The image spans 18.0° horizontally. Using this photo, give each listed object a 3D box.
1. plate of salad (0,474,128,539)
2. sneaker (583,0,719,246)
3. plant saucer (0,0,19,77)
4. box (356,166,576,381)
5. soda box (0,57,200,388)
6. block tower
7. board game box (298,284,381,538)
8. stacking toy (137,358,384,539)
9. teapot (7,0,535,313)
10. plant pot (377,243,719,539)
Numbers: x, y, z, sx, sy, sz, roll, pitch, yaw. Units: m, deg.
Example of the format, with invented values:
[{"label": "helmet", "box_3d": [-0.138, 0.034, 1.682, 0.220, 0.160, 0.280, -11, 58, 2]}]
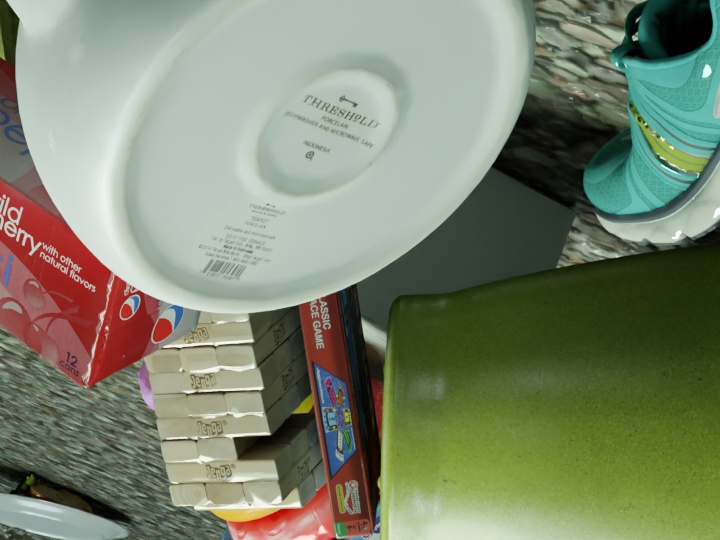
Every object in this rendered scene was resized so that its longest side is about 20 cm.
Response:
[{"label": "plate of salad", "box_3d": [-0.368, 0.279, 2.669, 0.199, 0.048, 0.200, 11, 164, 3]}, {"label": "sneaker", "box_3d": [0.128, -0.069, 0.835, 0.080, 0.078, 0.200, 42, 158, -2]}, {"label": "plant saucer", "box_3d": [-0.208, -0.111, 0.995, 0.199, 0.048, 0.201, 11, 118, 34]}, {"label": "box", "box_3d": [0.000, 0.000, 1.148, 0.124, 0.098, 0.200, 27, 164, -17]}, {"label": "soda box", "box_3d": [-0.153, -0.039, 0.904, 0.200, 0.070, 0.064, 33, 125, 23]}, {"label": "block tower", "box_3d": [-0.060, 0.004, 0.941, 0.058, 0.201, 0.054, -4, -163, 23]}, {"label": "board game box", "box_3d": [-0.015, 0.004, 0.977, 0.019, 0.201, 0.103, -8, -169, 3]}, {"label": "stacking toy", "box_3d": [-0.062, 0.051, 1.069, 0.200, 0.116, 0.110, 49, 168, -25]}, {"label": "teapot", "box_3d": [-0.041, -0.092, 0.815, 0.146, 0.197, 0.200, 55, 164, 38]}, {"label": "plant pot", "box_3d": [0.105, 0.077, 0.979, 0.192, 0.201, 0.200, 2, 163, 2]}]
